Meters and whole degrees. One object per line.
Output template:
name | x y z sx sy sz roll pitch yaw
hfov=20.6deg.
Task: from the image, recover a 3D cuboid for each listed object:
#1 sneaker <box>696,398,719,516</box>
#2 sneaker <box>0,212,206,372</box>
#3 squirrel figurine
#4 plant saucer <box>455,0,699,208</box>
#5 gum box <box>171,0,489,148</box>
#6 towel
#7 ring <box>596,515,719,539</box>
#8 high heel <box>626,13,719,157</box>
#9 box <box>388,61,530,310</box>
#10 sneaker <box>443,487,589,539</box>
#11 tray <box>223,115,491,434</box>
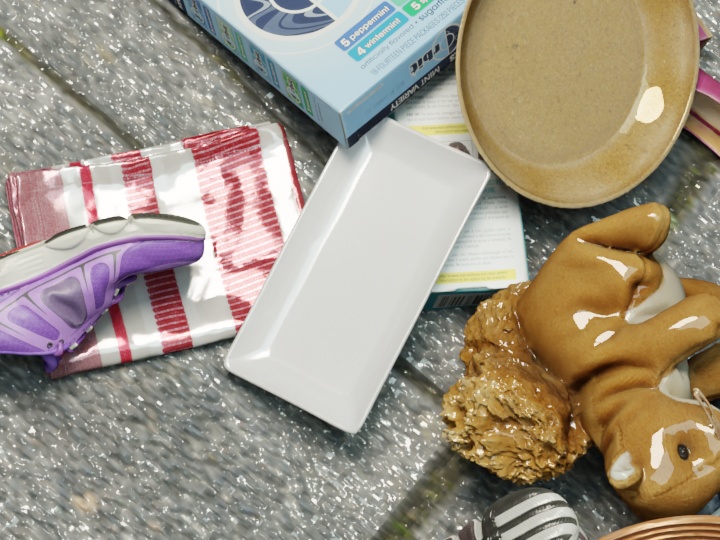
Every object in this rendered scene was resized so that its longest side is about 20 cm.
sneaker | 0.243 0.121 1.326 0.200 0.078 0.080 -36 90 -27
sneaker | -0.191 0.018 1.284 0.199 0.081 0.084 -21 96 -7
squirrel figurine | 0.155 0.084 1.277 0.199 0.142 0.187 -16 58 12
plant saucer | 0.139 -0.143 1.330 0.200 0.035 0.201 -5 101 -30
gum box | -0.015 -0.200 1.362 0.170 0.045 0.200 -40 60 -16
towel | -0.130 -0.017 1.341 0.199 0.023 0.144 -13 77 -12
ring | 0.200 0.227 1.250 0.200 0.201 0.019 6 35 -7
high heel | 0.239 -0.101 1.390 0.096 0.067 0.200 -24 73 -24
box | 0.062 -0.076 1.371 0.082 0.049 0.201 -3 74 -8
sneaker | 0.069 0.221 1.277 0.200 0.116 0.076 -27 50 18
tray | 0.000 0.000 1.318 0.107 0.022 0.200 26 85 20
